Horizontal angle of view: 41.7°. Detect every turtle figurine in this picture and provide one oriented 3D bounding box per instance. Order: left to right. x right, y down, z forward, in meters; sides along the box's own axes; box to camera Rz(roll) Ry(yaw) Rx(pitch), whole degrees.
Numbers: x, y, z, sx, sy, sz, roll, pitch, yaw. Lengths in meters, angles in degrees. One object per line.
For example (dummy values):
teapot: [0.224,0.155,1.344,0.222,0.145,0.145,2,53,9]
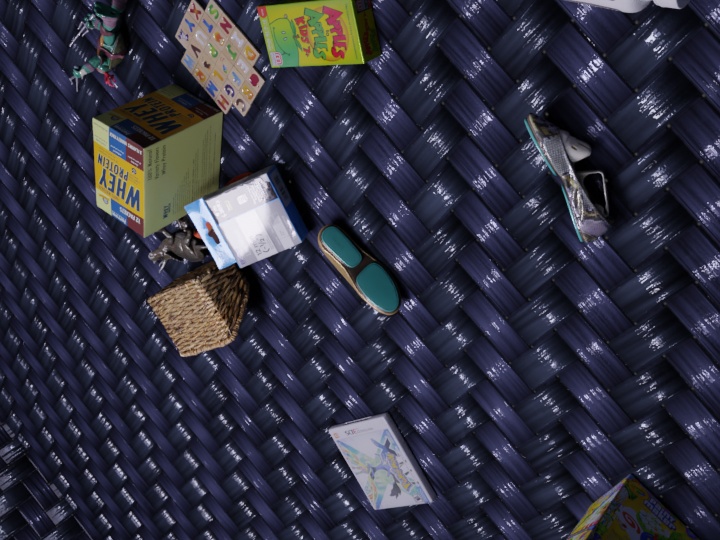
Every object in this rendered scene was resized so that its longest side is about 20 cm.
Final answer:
turtle figurine: [-0.495,-0.439,1.808,0.200,0.100,0.151,-54,36,45]

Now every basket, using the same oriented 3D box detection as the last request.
basket: [-0.307,0.070,1.928,0.199,0.143,0.150,-21,103,44]

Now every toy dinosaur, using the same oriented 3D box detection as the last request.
toy dinosaur: [-0.359,-0.055,1.962,0.199,0.077,0.103,3,130,35]

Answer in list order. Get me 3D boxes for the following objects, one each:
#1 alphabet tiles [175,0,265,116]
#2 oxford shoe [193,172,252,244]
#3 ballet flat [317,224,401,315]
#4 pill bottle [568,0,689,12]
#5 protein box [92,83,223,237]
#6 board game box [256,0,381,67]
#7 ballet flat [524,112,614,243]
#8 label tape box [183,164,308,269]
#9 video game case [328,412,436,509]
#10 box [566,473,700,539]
alphabet tiles: [-0.253,-0.380,1.690,0.200,0.006,0.166,49,137,5]
oxford shoe: [-0.243,-0.117,1.823,0.072,0.072,0.200,29,136,-24]
ballet flat: [0.000,0.000,1.679,0.200,0.068,0.063,50,166,8]
pill bottle: [0.296,-0.370,1.124,0.199,0.111,0.111,22,129,31]
protein box: [-0.378,-0.208,1.769,0.134,0.200,0.200,30,133,23]
board game box: [-0.067,-0.379,1.493,0.199,0.048,0.102,8,120,39]
ballet flat: [0.299,-0.139,1.316,0.072,0.072,0.201,-18,103,46]
label tape box: [-0.216,-0.087,1.735,0.199,0.066,0.144,-22,107,16]
video game case: [0.042,0.389,1.908,0.182,0.022,0.201,-23,99,47]
box: [0.429,0.470,1.484,0.200,0.192,0.122,44,137,12]
